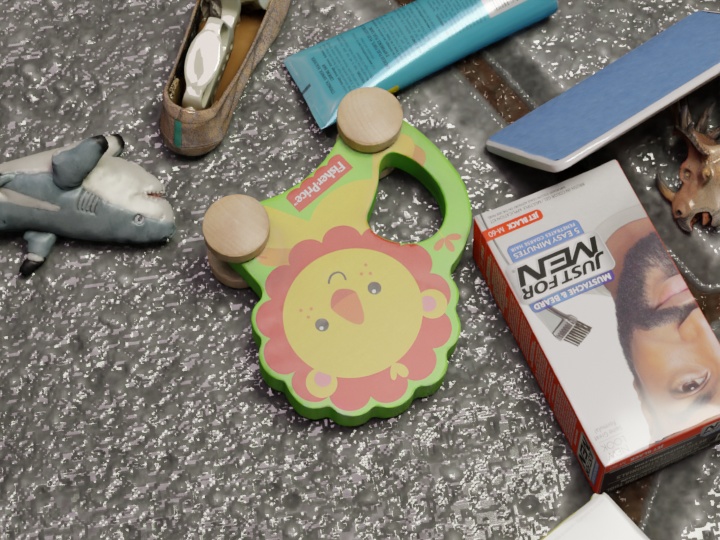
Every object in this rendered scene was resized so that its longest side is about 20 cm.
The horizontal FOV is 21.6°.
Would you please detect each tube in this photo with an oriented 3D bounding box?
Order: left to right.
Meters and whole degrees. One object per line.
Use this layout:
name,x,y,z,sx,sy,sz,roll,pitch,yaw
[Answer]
tube,0.046,-0.172,1.389,0.200,0.050,0.077,-25,48,-5

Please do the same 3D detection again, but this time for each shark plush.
shark plush,-0.235,-0.037,1.330,0.200,0.091,0.083,-16,95,-10

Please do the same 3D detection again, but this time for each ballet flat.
ballet flat,-0.097,-0.178,1.387,0.068,0.067,0.200,11,65,8

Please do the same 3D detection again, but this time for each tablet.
tablet,0.193,-0.128,1.330,0.200,0.130,0.014,-32,109,-11

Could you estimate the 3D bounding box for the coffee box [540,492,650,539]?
coffee box,0.122,0.285,1.076,0.200,0.200,0.198,-37,67,-14

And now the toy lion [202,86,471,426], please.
toy lion,0.000,0.000,1.304,0.200,0.069,0.192,-41,76,-16

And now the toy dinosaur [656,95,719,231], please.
toy dinosaur,0.286,-0.128,1.338,0.135,0.086,0.200,-2,43,37

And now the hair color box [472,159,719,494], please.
hair color box,0.166,0.036,1.271,0.111,0.064,0.200,-22,66,-8
